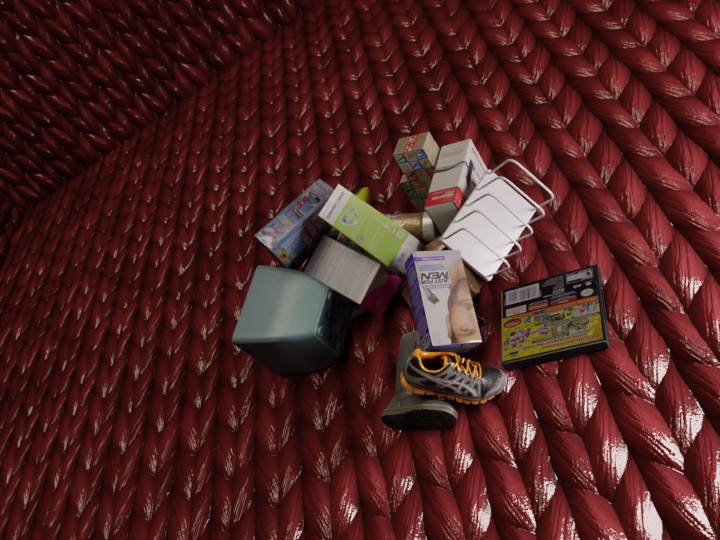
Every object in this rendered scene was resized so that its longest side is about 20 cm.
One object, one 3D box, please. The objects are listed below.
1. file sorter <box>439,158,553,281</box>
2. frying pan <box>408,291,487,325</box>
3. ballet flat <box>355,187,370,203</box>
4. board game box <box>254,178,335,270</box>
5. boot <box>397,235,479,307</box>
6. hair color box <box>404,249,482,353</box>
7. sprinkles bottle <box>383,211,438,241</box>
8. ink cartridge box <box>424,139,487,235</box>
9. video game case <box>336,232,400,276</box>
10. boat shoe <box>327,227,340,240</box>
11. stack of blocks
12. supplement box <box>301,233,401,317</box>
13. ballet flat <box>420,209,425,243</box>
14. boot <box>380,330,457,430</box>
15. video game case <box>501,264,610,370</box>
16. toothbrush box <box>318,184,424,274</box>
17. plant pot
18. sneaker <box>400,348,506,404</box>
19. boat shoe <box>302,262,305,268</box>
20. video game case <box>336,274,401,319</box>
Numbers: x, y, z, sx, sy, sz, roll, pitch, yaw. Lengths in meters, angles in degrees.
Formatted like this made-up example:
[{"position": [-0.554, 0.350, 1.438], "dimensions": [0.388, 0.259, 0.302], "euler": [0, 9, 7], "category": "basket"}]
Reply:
[{"position": [0.288, -0.108, 1.461], "dimensions": [0.201, 0.138, 0.124], "euler": [-54, 6, -17], "category": "file sorter"}, {"position": [0.167, 0.088, 1.479], "dimensions": [0.190, 0.031, 0.116], "euler": [48, 120, 30], "category": "frying pan"}, {"position": [-0.018, -0.129, 1.876], "dimensions": [0.066, 0.067, 0.201], "euler": [31, 77, 31], "category": "ballet flat"}, {"position": [-0.125, -0.098, 1.616], "dimensions": [0.061, 0.200, 0.200], "euler": [38, 83, 24], "category": "board game box"}, {"position": [0.165, 0.031, 1.538], "dimensions": [0.155, 0.073, 0.201], "euler": [-43, 36, 10], "category": "boot"}, {"position": [0.162, 0.062, 1.399], "dimensions": [0.065, 0.107, 0.204], "euler": [121, 142, -61], "category": "hair color box"}, {"position": [0.081, -0.098, 1.631], "dimensions": [0.196, 0.069, 0.069], "euler": [-1, 48, 17], "category": "sprinkles bottle"}, {"position": [0.230, -0.176, 1.615], "dimensions": [0.082, 0.145, 0.203], "euler": [-10, 47, 33], "category": "ink cartridge box"}, {"position": [0.000, 0.000, 1.667], "dimensions": [0.198, 0.017, 0.145], "euler": [25, 85, 33], "category": "video game case"}, {"position": [-0.051, -0.092, 1.797], "dimensions": [0.069, 0.197, 0.058], "euler": [44, 130, 44], "category": "boat shoe"}, {"position": [0.155, -0.229, 1.692], "dimensions": [0.113, 0.201, 0.059], "euler": [-7, 47, 36], "category": "stack of blocks"}, {"position": [-0.021, 0.010, 1.593], "dimensions": [0.198, 0.101, 0.105], "euler": [26, 85, 39], "category": "supplement box"}, {"position": [0.135, -0.091, 1.689], "dimensions": [0.199, 0.073, 0.073], "euler": [-42, 36, 5], "category": "ballet flat"}, {"position": [0.131, 0.209, 1.387], "dimensions": [0.179, 0.073, 0.202], "euler": [-6, 42, 36], "category": "boot"}, {"position": [0.360, 0.088, 1.326], "dimensions": [0.197, 0.026, 0.183], "euler": [-18, 42, 28], "category": "video game case"}, {"position": [0.026, -0.087, 1.535], "dimensions": [0.199, 0.145, 0.087], "euler": [37, 95, 18], "category": "toothbrush box"}, {"position": [-0.135, 0.117, 1.601], "dimensions": [0.197, 0.196, 0.199], "euler": [-1, 60, 34], "category": "plant pot"}, {"position": [0.174, 0.189, 1.291], "dimensions": [0.195, 0.078, 0.079], "euler": [4, 37, -4], "category": "sneaker"}, {"position": [-0.053, -0.028, 1.763], "dimensions": [0.196, 0.071, 0.066], "euler": [-17, 76, 19], "category": "boat shoe"}, {"position": [0.006, 0.026, 1.718], "dimensions": [0.198, 0.023, 0.184], "euler": [-33, 37, 14], "category": "video game case"}]
